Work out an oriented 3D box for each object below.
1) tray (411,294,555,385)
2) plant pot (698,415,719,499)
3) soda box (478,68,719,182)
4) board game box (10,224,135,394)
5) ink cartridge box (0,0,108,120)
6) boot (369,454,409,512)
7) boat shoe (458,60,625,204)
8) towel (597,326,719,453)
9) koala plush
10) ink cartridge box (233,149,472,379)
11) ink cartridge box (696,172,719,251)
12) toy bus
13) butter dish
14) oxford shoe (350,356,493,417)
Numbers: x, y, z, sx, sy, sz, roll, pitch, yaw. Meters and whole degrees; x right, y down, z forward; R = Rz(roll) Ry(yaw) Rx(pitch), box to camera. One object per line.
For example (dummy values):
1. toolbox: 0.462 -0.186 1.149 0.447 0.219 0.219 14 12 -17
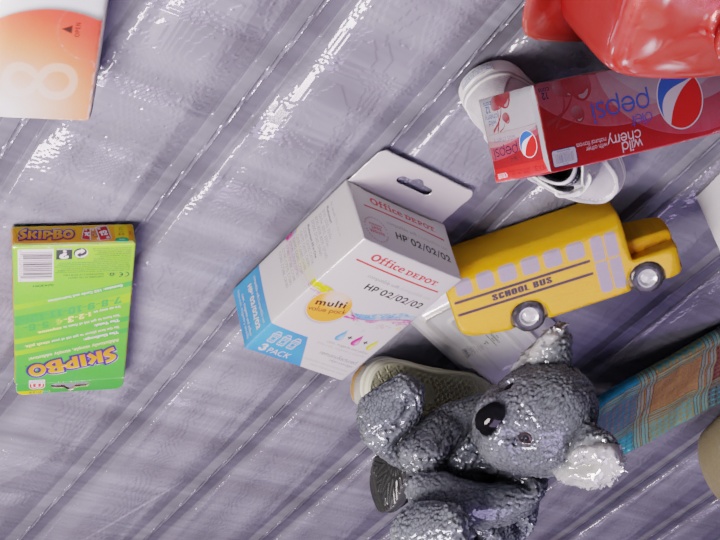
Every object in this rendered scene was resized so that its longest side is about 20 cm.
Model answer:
1. tray: 0.123 0.059 1.238 0.107 0.022 0.200 -28 141 17
2. plant pot: 0.476 0.186 1.398 0.187 0.188 0.200 19 144 -37
3. soda box: 0.188 -0.115 0.945 0.199 0.064 0.070 -14 -176 -29
4. board game box: -0.242 0.037 1.080 0.095 0.030 0.201 -2 138 -16
5. ink cartridge box: -0.259 -0.169 0.799 0.199 0.050 0.163 -2 140 -21
6. boot: 0.125 0.200 1.387 0.199 0.066 0.165 -1 142 -25
7. boat shoe: 0.154 -0.093 1.019 0.072 0.069 0.200 -31 139 19
8. towel: 0.314 0.140 1.364 0.199 0.022 0.147 -27 145 -10
9. koala plush: 0.133 0.148 1.134 0.183 0.178 0.200 18 130 -41
10. ink cartridge box: 0.000 0.000 1.083 0.115 0.068 0.200 21 130 -38
11. ink cartridge box: 0.397 -0.003 1.111 0.145 0.201 0.084 9 139 -28
12. toy bus: 0.171 -0.006 1.123 0.199 0.065 0.079 -19 113 4
13. butter dish: 0.230 -0.196 0.853 0.199 0.148 0.200 -6 142 -13
14. oxford shoe: 0.070 0.128 1.267 0.199 0.076 0.058 21 170 -33
